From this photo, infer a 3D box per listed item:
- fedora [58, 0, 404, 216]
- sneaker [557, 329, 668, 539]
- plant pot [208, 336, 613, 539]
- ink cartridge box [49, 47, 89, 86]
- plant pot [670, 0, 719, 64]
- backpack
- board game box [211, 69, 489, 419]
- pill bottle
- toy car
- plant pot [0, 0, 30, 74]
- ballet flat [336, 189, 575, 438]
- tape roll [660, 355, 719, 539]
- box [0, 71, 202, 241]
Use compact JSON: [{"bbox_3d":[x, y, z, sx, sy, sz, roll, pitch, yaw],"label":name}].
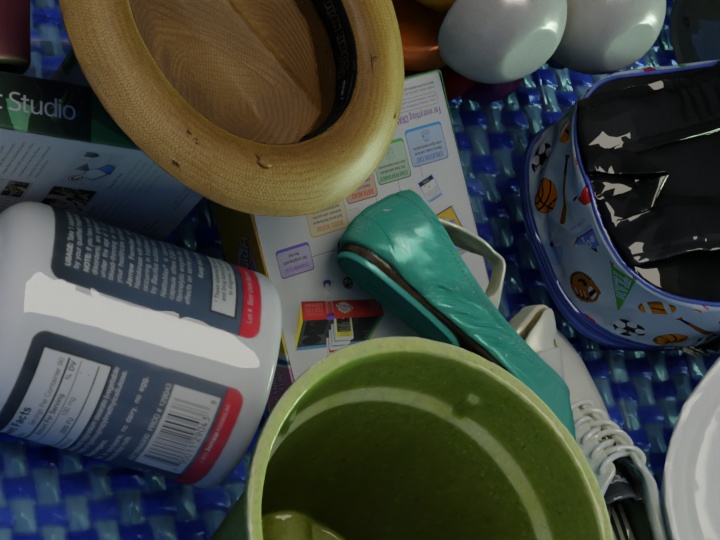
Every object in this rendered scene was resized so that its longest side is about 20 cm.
[{"bbox_3d":[-0.074,-0.113,1.055,0.199,0.082,0.203,12,66,-29],"label":"fedora"},{"bbox_3d":[0.139,0.115,1.246,0.073,0.071,0.201,-13,74,-32],"label":"sneaker"},{"bbox_3d":[-0.001,0.160,1.080,0.199,0.184,0.202,11,63,-23],"label":"plant pot"},{"bbox_3d":[-0.089,-0.157,1.206,0.083,0.147,0.201,37,56,-8],"label":"ink cartridge box"},{"bbox_3d":[0.318,-0.178,1.431,0.199,0.187,0.189,-21,78,-20],"label":"plant pot"},{"bbox_3d":[0.190,-0.037,1.298,0.189,0.154,0.202,1,60,-37],"label":"backpack"},{"bbox_3d":[0.000,0.000,1.204,0.152,0.040,0.202,-17,96,-33],"label":"board game box"},{"bbox_3d":[-0.152,0.031,1.099,0.198,0.120,0.121,19,60,-20],"label":"pill bottle"},{"bbox_3d":[0.074,-0.168,1.296,0.199,0.151,0.176,-9,51,-38],"label":"toy car"},{"bbox_3d":[-0.254,-0.182,1.113,0.199,0.199,0.181,-11,88,-32],"label":"plant pot"},{"bbox_3d":[0.071,0.031,1.182,0.200,0.067,0.071,47,72,-20],"label":"ballet flat"},{"bbox_3d":[0.276,0.134,1.247,0.200,0.071,0.204,-2,74,6],"label":"tape roll"},{"bbox_3d":[-0.182,-0.055,1.107,0.198,0.144,0.037,7,65,-26],"label":"box"}]
